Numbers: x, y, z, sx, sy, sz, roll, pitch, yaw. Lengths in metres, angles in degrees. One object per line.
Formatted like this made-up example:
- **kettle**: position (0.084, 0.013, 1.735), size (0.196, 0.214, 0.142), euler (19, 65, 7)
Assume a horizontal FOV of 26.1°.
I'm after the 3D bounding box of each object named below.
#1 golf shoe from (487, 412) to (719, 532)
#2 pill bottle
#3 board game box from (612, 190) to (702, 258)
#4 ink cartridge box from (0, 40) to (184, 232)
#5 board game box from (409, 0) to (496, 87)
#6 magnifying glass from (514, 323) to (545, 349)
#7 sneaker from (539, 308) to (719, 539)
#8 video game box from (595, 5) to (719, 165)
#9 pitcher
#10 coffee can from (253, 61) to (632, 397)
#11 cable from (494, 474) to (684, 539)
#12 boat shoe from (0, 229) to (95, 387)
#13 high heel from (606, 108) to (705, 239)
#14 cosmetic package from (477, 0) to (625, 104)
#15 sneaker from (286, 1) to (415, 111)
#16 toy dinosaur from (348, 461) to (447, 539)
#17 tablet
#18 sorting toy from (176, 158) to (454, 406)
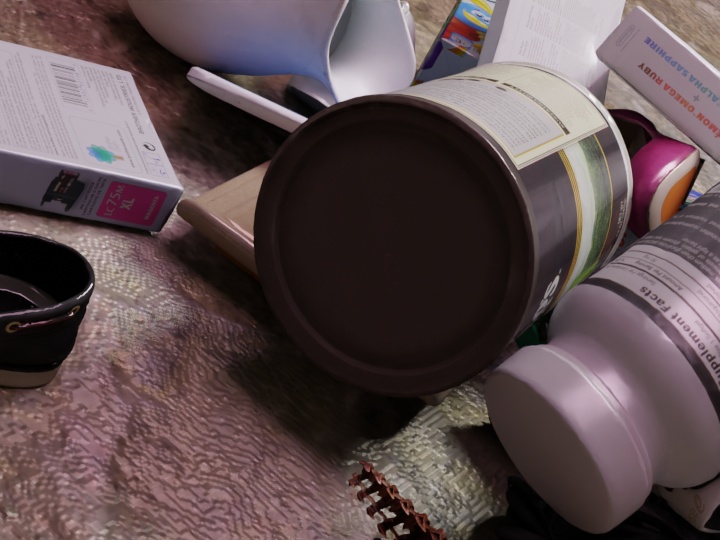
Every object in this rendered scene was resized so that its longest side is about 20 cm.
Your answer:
- **golf shoe**: position (0.164, 0.093, 0.847), size (0.199, 0.078, 0.095), euler (-1, 51, 16)
- **pill bottle**: position (0.167, 0.036, 0.777), size (0.199, 0.117, 0.116), euler (-34, 62, -18)
- **board game box**: position (0.249, -0.012, 1.074), size (0.199, 0.041, 0.199), euler (26, 17, 37)
- **ink cartridge box**: position (-0.206, -0.086, 0.861), size (0.199, 0.042, 0.120), euler (13, 33, -35)
- **board game box**: position (0.096, -0.139, 1.174), size (0.104, 0.103, 0.200), euler (30, 28, -3)
- **magnifying glass**: position (0.145, 0.023, 1.023), size (0.200, 0.022, 0.080), euler (-10, 83, -58)
- **sneaker**: position (0.181, 0.076, 0.942), size (0.200, 0.078, 0.085), euler (52, 13, 5)
- **video game box**: position (0.246, -0.090, 1.018), size (0.182, 0.047, 0.200), euler (45, 14, 10)
- **pitcher**: position (-0.064, -0.203, 1.027), size (0.199, 0.172, 0.121), euler (26, 46, 28)
- **coffee can**: position (0.052, -0.031, 0.829), size (0.146, 0.147, 0.200), euler (37, 24, 12)
- **cable**: position (0.151, 0.170, 0.786), size (0.200, 0.051, 0.163), euler (45, 31, 25)
- **boat shoe**: position (-0.214, 0.006, 0.684), size (0.200, 0.063, 0.074), euler (8, 38, -35)
- **high heel**: position (0.164, -0.071, 0.985), size (0.095, 0.068, 0.200), euler (26, 21, 11)
- **cosmetic package**: position (0.118, -0.126, 1.033), size (0.082, 0.051, 0.201), euler (26, 50, -8)
- **sneaker**: position (0.012, -0.176, 1.170), size (0.074, 0.087, 0.200), euler (29, 27, 0)
- **toy dinosaur**: position (0.046, 0.171, 0.671), size (0.200, 0.103, 0.135), euler (30, 6, 39)
- **tablet**: position (-0.019, -0.086, 1.017), size (0.199, 0.014, 0.130), euler (25, 5, -5)
- **sorting toy**: position (0.000, 0.000, 0.937), size (0.185, 0.037, 0.200), euler (37, 24, 10)
